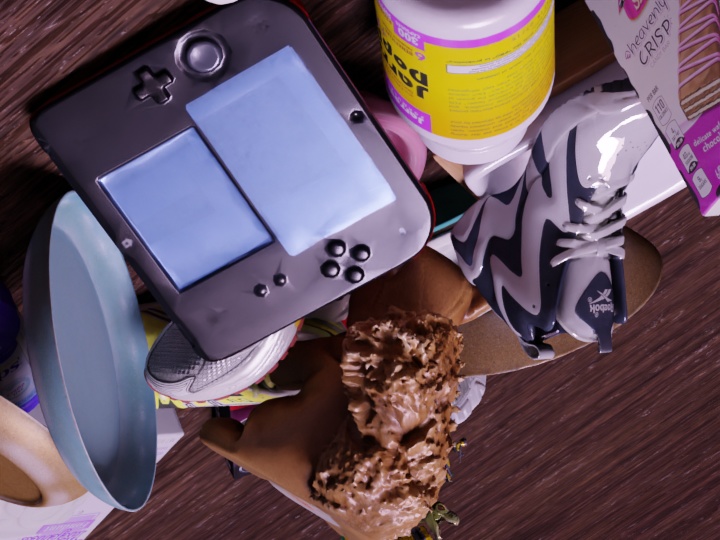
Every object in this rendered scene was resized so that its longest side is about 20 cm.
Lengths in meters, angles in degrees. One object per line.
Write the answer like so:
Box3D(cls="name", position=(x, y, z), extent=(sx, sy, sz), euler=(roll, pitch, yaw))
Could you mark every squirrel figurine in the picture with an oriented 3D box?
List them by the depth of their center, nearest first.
Box3D(cls="squirrel figurine", position=(0.019, 0.072, 1.747), extent=(0.187, 0.141, 0.200), euler=(-58, -161, -9))

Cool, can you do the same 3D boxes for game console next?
Box3D(cls="game console", position=(-0.070, -0.056, 1.609), extent=(0.177, 0.031, 0.200), euler=(-30, 115, 10))

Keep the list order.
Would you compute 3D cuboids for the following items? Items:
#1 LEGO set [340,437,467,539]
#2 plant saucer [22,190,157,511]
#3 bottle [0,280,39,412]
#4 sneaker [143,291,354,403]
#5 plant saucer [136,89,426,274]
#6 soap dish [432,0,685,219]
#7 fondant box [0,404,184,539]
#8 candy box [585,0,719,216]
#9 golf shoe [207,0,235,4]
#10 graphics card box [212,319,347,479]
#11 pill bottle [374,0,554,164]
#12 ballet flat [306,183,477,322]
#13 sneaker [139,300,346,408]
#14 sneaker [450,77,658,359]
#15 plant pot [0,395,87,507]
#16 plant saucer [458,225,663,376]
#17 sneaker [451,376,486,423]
Box3D(cls="LEGO set", position=(0.047, 0.180, 2.170), extent=(0.116, 0.154, 0.200), euler=(-19, 163, -12))
Box3D(cls="plant saucer", position=(-0.168, 0.051, 1.680), extent=(0.027, 0.200, 0.200), euler=(-11, 157, 11))
Box3D(cls="bottle", position=(-0.254, 0.039, 1.722), extent=(0.083, 0.065, 0.200), euler=(-23, 155, -5))
Box3D(cls="sneaker", position=(-0.071, 0.006, 1.709), extent=(0.082, 0.078, 0.200), euler=(19, 125, -45))
Box3D(cls="plant saucer", position=(-0.058, -0.057, 1.727), extent=(0.200, 0.051, 0.201), euler=(-21, 155, -10))
Box3D(cls="soap dish", position=(0.141, -0.096, 1.793), extent=(0.157, 0.081, 0.200), euler=(-30, 155, 12))
Box3D(cls="fondant box", position=(-0.239, 0.149, 1.968), extent=(0.144, 0.058, 0.200), euler=(-1, 148, -41))
Box3D(cls="candy box", position=(0.209, -0.152, 1.597), extent=(0.061, 0.200, 0.136), euler=(-7, 149, -34))
Box3D(cls="golf shoe", position=(-0.031, -0.192, 1.436), extent=(0.075, 0.092, 0.200), euler=(-5, 151, -38))
Box3D(cls="graphics card box", position=(-0.047, 0.076, 2.003), extent=(0.125, 0.051, 0.200), euler=(-20, 156, -12))
Box3D(cls="pill bottle", position=(0.062, -0.139, 1.606), extent=(0.104, 0.104, 0.200), euler=(-22, 155, -6))
Box3D(cls="ballet flat", position=(0.000, 0.000, 1.862), extent=(0.200, 0.069, 0.069), euler=(-18, 155, -19))
Box3D(cls="sneaker", position=(-0.097, 0.057, 1.848), extent=(0.200, 0.076, 0.076), euler=(-9, -169, -18))
Box3D(cls="sneaker", position=(0.144, -0.020, 1.692), extent=(0.079, 0.130, 0.199), euler=(3, 144, -46))
Box3D(cls="plant pot", position=(-0.260, 0.098, 1.714), extent=(0.028, 0.200, 0.200), euler=(-63, 163, -18))
Box3D(cls="plant saucer", position=(0.109, 0.006, 1.900), extent=(0.200, 0.200, 0.035), euler=(-22, 114, -6))
Box3D(cls="sneaker", position=(0.000, 0.093, 1.955), extent=(0.200, 0.078, 0.099), euler=(-22, -174, -34))
